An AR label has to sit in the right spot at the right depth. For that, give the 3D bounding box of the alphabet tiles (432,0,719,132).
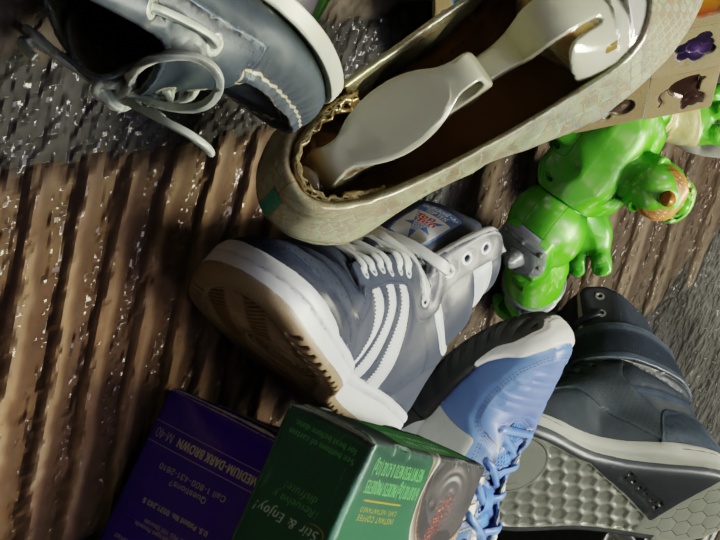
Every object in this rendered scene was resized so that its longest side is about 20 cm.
[{"bbox_3d":[0.110,-0.116,0.726,0.166,0.006,0.200,-12,151,-5],"label":"alphabet tiles"}]

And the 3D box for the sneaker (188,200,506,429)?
[{"bbox_3d":[0.000,0.000,0.729,0.109,0.070,0.200,-56,159,-9],"label":"sneaker"}]

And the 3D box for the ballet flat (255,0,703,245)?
[{"bbox_3d":[0.051,-0.072,0.640,0.200,0.068,0.062,-36,176,-8],"label":"ballet flat"}]

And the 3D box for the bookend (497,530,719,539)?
[{"bbox_3d":[0.152,0.162,1.113,0.200,0.092,0.199,-60,152,-13],"label":"bookend"}]

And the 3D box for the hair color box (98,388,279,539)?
[{"bbox_3d":[-0.075,0.158,0.732,0.200,0.065,0.109,-66,154,-4],"label":"hair color box"}]

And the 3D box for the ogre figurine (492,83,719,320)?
[{"bbox_3d":[0.123,-0.057,0.889,0.200,0.098,0.120,-37,171,14],"label":"ogre figurine"}]

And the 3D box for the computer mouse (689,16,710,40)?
[{"bbox_3d":[0.154,-0.159,0.853,0.200,0.034,0.059,-72,-178,-64],"label":"computer mouse"}]

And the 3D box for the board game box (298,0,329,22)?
[{"bbox_3d":[-0.034,-0.156,0.595,0.096,0.030,0.200,-61,155,-8],"label":"board game box"}]

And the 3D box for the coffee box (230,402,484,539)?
[{"bbox_3d":[-0.025,0.157,0.704,0.123,0.044,0.200,25,88,-63],"label":"coffee box"}]

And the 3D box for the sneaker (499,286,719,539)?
[{"bbox_3d":[0.098,0.069,0.968,0.202,0.146,0.077,14,127,-24],"label":"sneaker"}]

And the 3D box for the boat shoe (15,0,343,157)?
[{"bbox_3d":[-0.069,-0.082,0.535,0.062,0.075,0.200,-64,152,-7],"label":"boat shoe"}]

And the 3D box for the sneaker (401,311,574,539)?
[{"bbox_3d":[0.044,0.106,0.832,0.076,0.077,0.200,4,125,-56],"label":"sneaker"}]

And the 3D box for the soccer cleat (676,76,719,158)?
[{"bbox_3d":[0.213,-0.155,0.984,0.069,0.077,0.200,-34,139,-46],"label":"soccer cleat"}]
